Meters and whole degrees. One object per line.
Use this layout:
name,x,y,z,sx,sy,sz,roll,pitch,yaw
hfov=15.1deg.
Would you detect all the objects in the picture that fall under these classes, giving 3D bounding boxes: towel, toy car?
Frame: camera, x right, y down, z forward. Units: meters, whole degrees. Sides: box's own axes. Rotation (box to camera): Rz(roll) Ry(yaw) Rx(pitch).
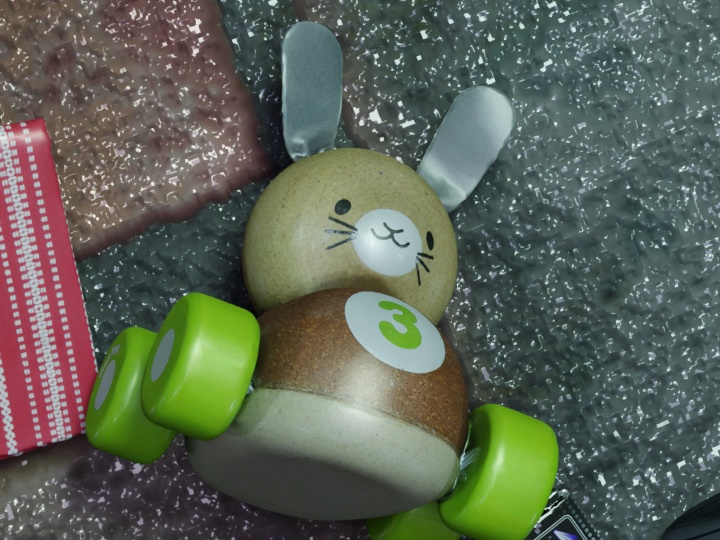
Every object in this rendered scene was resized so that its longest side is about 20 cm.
towel,-0.213,0.026,1.128,0.199,0.022,0.145,-15,111,-15
toy car,0.000,0.000,1.135,0.164,0.158,0.201,21,73,-17

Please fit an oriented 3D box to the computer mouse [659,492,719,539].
computer mouse,0.220,0.087,1.198,0.199,0.046,0.141,-13,90,-7

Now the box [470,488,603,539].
box,0.065,0.228,1.161,0.193,0.048,0.200,-36,94,-16
